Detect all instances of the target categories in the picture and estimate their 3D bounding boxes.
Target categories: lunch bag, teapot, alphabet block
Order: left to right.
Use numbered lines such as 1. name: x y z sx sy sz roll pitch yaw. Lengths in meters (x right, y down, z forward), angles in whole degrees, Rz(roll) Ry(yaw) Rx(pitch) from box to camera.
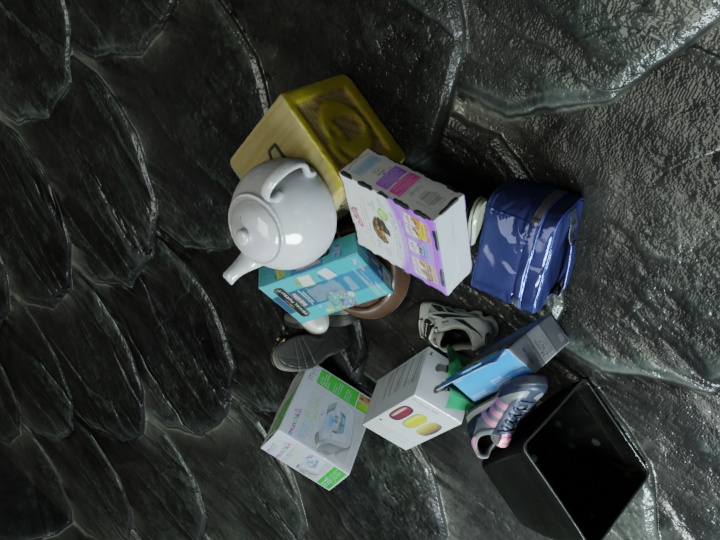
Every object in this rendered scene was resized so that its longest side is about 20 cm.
1. teapot: -0.143 -0.082 1.161 0.196 0.146 0.201 3 113 37
2. alphabet block: -0.077 -0.197 1.278 0.197 0.195 0.200 53 133 1
3. lunch bag: 0.268 -0.031 1.122 0.132 0.136 0.201 23 124 28

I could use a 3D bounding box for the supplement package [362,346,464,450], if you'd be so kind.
1. supplement package: 0.108 0.249 1.373 0.113 0.110 0.200 31 143 -11

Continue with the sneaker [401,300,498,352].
1. sneaker: 0.147 0.108 1.327 0.199 0.088 0.075 3 115 39

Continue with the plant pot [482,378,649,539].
1. plant pot: 0.332 0.339 1.234 0.200 0.200 0.177 55 144 1

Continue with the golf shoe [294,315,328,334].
1. golf shoe: -0.114 0.030 1.430 0.201 0.072 0.092 66 155 14

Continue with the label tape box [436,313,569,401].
1. label tape box: 0.239 0.158 1.197 0.143 0.200 0.066 -38 83 44

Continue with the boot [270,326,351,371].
1. boot: -0.135 0.167 1.513 0.150 0.199 0.074 -15 95 48

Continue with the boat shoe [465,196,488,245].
1. boat shoe: 0.165 -0.080 1.156 0.062 0.200 0.075 21 87 3

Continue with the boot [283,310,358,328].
1. boot: -0.090 0.050 1.515 0.199 0.068 0.132 -7 98 38

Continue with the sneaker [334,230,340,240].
1. sneaker: -0.088 -0.070 1.395 0.081 0.075 0.201 115 150 -49

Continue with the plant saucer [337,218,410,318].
1. plant saucer: 0.000 0.000 1.391 0.199 0.034 0.202 7 105 27

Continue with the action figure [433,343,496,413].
1. action figure: 0.218 0.222 1.288 0.199 0.119 0.055 26 149 -28

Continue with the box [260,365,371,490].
1. box: -0.088 0.325 1.515 0.176 0.200 0.097 35 131 -8

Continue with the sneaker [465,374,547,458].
1. sneaker: 0.243 0.240 1.166 0.070 0.082 0.200 11 141 -19

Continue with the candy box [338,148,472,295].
1. candy box: 0.072 -0.077 1.121 0.200 0.071 0.168 32 153 35

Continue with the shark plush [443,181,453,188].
1. shark plush: 0.080 -0.114 1.295 0.199 0.091 0.084 -26 96 17

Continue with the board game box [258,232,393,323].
1. board game box: -0.062 0.018 1.307 0.199 0.047 0.151 -19 143 20
